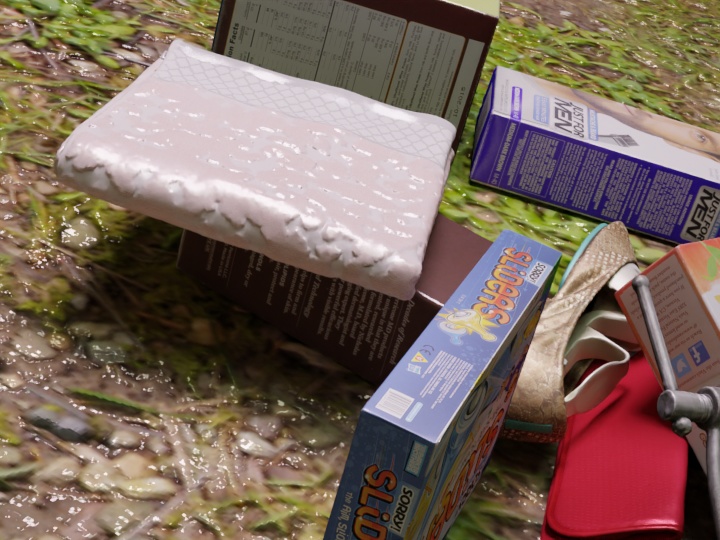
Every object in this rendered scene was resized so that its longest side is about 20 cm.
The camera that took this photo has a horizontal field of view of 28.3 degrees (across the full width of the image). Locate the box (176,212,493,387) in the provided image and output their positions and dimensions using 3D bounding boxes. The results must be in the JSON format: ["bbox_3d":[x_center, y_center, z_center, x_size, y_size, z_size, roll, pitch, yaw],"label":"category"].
[{"bbox_3d":[0.000,0.000,0.846,0.199,0.076,0.100,30,31,18],"label":"box"}]

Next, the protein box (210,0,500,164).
[{"bbox_3d":[-0.002,-0.199,1.124,0.198,0.136,0.199,16,29,-3],"label":"protein box"}]

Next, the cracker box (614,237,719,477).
[{"bbox_3d":[0.237,0.078,0.767,0.133,0.058,0.202,-9,67,-40],"label":"cracker box"}]

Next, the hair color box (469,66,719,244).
[{"bbox_3d":[0.189,-0.089,1.114,0.198,0.065,0.110,18,28,-2],"label":"hair color box"}]

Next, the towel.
[{"bbox_3d":[-0.048,-0.065,0.812,0.198,0.033,0.191,18,30,3],"label":"towel"}]

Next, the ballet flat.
[{"bbox_3d":[0.133,0.039,0.831,0.065,0.071,0.200,18,42,25],"label":"ballet flat"}]

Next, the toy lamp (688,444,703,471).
[{"bbox_3d":[0.218,0.048,0.898,0.058,0.059,0.200,19,28,5],"label":"toy lamp"}]

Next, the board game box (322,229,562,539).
[{"bbox_3d":[0.035,0.079,0.660,0.034,0.137,0.200,23,30,13],"label":"board game box"}]

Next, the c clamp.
[{"bbox_3d":[0.228,0.094,0.690,0.198,0.027,0.173,13,56,-23],"label":"c clamp"}]

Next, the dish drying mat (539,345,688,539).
[{"bbox_3d":[0.143,0.090,0.781,0.076,0.018,0.200,-15,20,21],"label":"dish drying mat"}]
